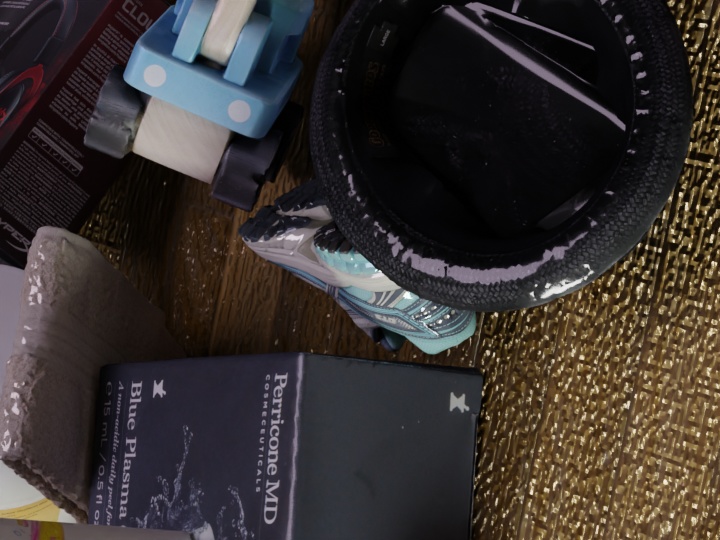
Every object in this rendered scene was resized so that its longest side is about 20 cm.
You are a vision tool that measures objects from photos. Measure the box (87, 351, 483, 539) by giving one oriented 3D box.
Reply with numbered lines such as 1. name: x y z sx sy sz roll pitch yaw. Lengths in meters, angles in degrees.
1. box: -0.045 0.145 1.346 0.200 0.117 0.197 -6 78 53

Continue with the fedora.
1. fedora: 0.076 -0.064 1.218 0.201 0.092 0.201 -10 68 26

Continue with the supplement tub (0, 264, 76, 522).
1. supplement tub: -0.229 0.103 1.551 0.200 0.145 0.145 110 149 -50

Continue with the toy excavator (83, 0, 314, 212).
1. toy excavator: -0.067 -0.136 1.376 0.194 0.100 0.200 -66 -2 -72

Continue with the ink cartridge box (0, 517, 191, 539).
1. ink cartridge box: -0.194 0.185 1.272 0.148 0.200 0.086 -42 52 42

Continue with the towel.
1. towel: -0.143 0.073 1.445 0.034 0.200 0.133 0 68 18

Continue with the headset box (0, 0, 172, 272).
1. headset box: -0.190 -0.101 1.587 0.200 0.075 0.149 -55 31 -12

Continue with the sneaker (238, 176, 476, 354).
1. sneaker: 0.000 0.000 1.347 0.086 0.078 0.200 60 170 -17
